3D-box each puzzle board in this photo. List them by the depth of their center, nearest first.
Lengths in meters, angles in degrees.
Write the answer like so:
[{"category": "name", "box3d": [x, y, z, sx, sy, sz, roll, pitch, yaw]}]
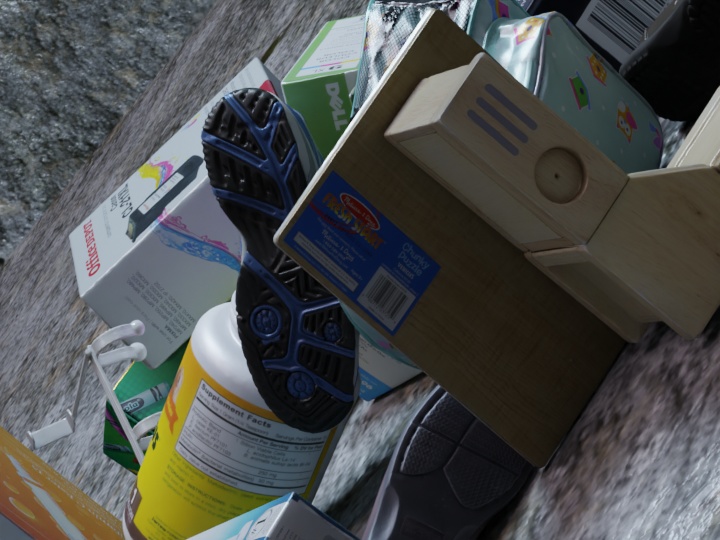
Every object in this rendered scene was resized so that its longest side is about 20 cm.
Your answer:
[{"category": "puzzle board", "box3d": [0.065, -0.016, 1.422, 0.151, 0.200, 0.017, -55, 23, -13]}]

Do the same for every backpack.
[{"category": "backpack", "box3d": [0.071, -0.043, 1.532, 0.153, 0.176, 0.201, 6, 67, 39]}]

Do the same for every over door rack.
[{"category": "over door rack", "box3d": [-0.158, 0.135, 1.910, 0.066, 0.148, 0.200, -19, -16, -28]}]

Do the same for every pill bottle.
[{"category": "pill bottle", "box3d": [-0.068, 0.096, 1.678, 0.109, 0.109, 0.201, -81, 13, -64]}]

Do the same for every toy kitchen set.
[{"category": "toy kitchen set", "box3d": [0.160, -0.096, 1.351, 0.200, 0.180, 0.163, -55, 14, -14]}]

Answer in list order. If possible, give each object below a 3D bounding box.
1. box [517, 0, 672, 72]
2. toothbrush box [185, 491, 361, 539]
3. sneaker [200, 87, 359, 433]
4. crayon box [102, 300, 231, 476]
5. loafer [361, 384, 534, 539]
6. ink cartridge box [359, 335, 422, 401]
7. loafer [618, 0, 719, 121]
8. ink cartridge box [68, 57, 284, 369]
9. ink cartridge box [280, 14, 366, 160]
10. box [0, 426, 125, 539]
[{"category": "box", "box3d": [0.127, -0.150, 1.766, 0.149, 0.107, 0.200, -58, 13, -20]}, {"category": "toothbrush box", "box3d": [-0.079, 0.222, 1.548, 0.147, 0.085, 0.200, -60, 15, -27]}, {"category": "sneaker", "box3d": [-0.033, -0.007, 1.574, 0.075, 0.201, 0.077, -9, 0, 19]}, {"category": "crayon box", "box3d": [-0.115, 0.057, 2.067, 0.200, 0.058, 0.119, -54, -8, -22]}, {"category": "loafer", "box3d": [0.033, 0.129, 1.450, 0.201, 0.072, 0.063, -61, 11, -22]}, {"category": "ink cartridge box", "box3d": [0.049, -0.002, 1.733, 0.200, 0.068, 0.116, -32, 25, 58]}, {"category": "loafer", "box3d": [0.214, -0.154, 1.543, 0.200, 0.073, 0.072, -32, 26, 58]}, {"category": "ink cartridge box", "box3d": [-0.112, -0.042, 1.977, 0.200, 0.083, 0.146, -43, 20, 6]}, {"category": "ink cartridge box", "box3d": [-0.002, -0.083, 1.669, 0.059, 0.104, 0.200, -10, 18, 13]}, {"category": "box", "box3d": [-0.211, 0.185, 1.661, 0.098, 0.124, 0.200, -50, 10, 4]}]
